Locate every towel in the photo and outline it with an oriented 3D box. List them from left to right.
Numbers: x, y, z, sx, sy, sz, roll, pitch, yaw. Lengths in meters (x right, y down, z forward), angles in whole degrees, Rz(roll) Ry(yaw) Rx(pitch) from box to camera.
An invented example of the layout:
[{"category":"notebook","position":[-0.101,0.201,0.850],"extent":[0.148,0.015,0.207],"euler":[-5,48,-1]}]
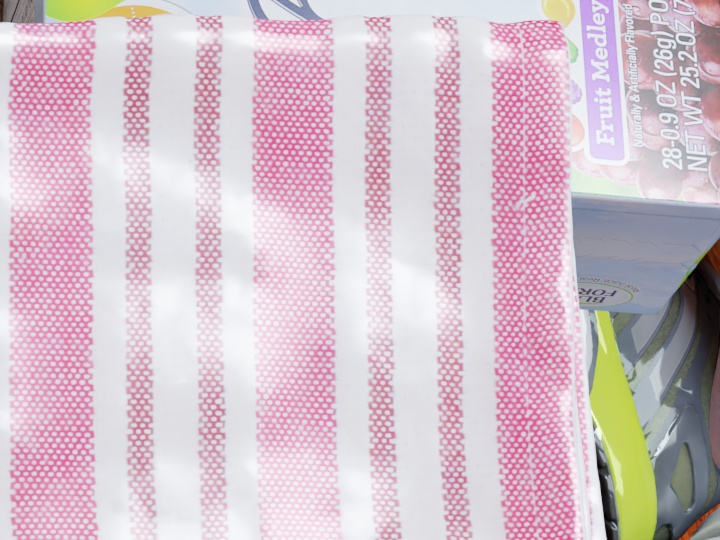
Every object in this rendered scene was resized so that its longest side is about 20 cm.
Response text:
[{"category":"towel","position":[-0.046,0.015,0.635],"extent":[0.030,0.199,0.147],"euler":[139,-51,-71]}]

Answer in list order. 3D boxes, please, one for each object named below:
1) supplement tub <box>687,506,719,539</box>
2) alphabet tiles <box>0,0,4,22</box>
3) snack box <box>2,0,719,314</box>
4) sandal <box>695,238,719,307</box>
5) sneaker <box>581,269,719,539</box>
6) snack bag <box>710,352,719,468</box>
[{"category":"supplement tub","position":[0.119,0.172,0.920],"extent":[0.200,0.144,0.145],"euler":[-51,124,-48]},{"category":"alphabet tiles","position":[-0.105,-0.071,0.719],"extent":[0.200,0.008,0.168],"euler":[56,35,-36]},{"category":"snack box","position":[-0.002,-0.096,0.741],"extent":[0.068,0.168,0.201],"euler":[119,-27,-59]},{"category":"sandal","position":[0.128,-0.034,1.016],"extent":[0.079,0.059,0.207],"euler":[65,-4,-31]},{"category":"sneaker","position":[0.074,0.001,0.990],"extent":[0.081,0.074,0.201],"euler":[-15,100,-42]},{"category":"snack bag","position":[0.152,-0.015,1.062],"extent":[0.021,0.188,0.201],"euler":[-19,97,-33]}]
